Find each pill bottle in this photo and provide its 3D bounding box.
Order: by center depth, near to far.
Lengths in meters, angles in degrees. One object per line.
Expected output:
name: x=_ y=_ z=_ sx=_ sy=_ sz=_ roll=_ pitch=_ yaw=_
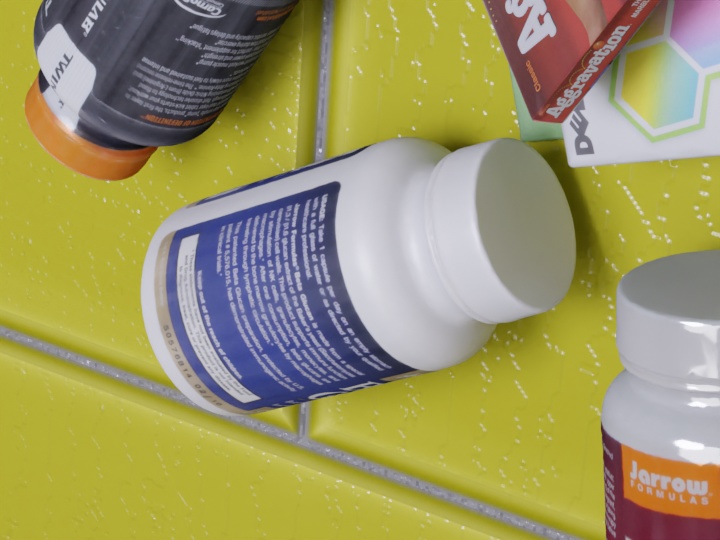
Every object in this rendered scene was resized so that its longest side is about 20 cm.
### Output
pill bottle: x=0.165 y=0.100 z=1.046 sx=0.114 sy=0.114 sz=0.201 roll=8 pitch=112 yaw=32
pill bottle: x=0.000 y=0.000 z=1.126 sx=0.199 sy=0.111 sz=0.112 roll=-15 pitch=98 yaw=38
pill bottle: x=-0.092 y=-0.133 z=1.143 sx=0.106 sy=0.106 sz=0.200 roll=47 pitch=127 yaw=11

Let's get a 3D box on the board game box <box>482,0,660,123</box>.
board game box: x=0.072 y=-0.173 z=1.003 sx=0.103 sy=0.019 sz=0.201 roll=-54 pitch=45 yaw=43

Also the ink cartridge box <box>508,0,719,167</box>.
ink cartridge box: x=0.133 y=-0.105 z=1.025 sx=0.199 sy=0.059 sz=0.104 roll=-2 pitch=106 yaw=36
